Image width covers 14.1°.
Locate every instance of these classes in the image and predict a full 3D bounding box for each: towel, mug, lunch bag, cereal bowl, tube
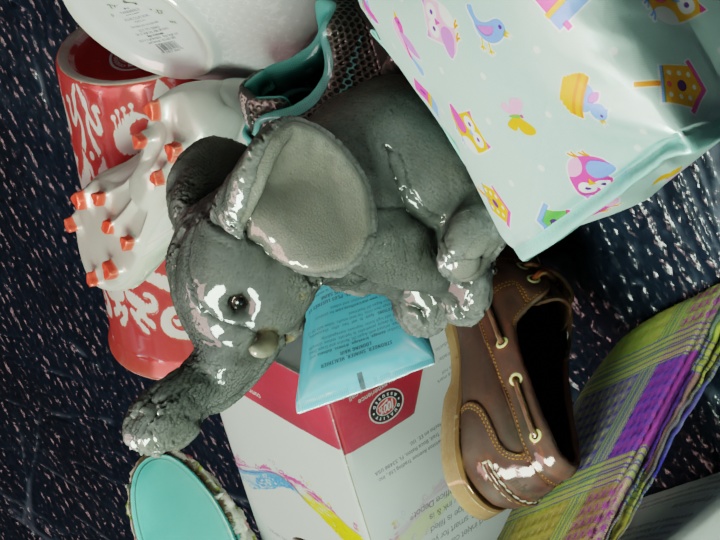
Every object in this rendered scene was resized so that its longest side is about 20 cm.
[{"bbox_3d":[0.118,0.102,1.458,0.023,0.200,0.144,35,155,-10],"label":"towel"},{"bbox_3d":[-0.122,-0.058,1.760,0.178,0.133,0.200,27,139,46],"label":"mug"},{"bbox_3d":[0.089,-0.107,1.349,0.170,0.122,0.200,56,149,1],"label":"lunch bag"},{"bbox_3d":[-0.102,-0.165,1.573,0.200,0.083,0.200,24,155,12],"label":"cereal bowl"},{"bbox_3d":[0.000,0.000,1.574,0.050,0.077,0.200,55,-161,-32],"label":"tube"}]

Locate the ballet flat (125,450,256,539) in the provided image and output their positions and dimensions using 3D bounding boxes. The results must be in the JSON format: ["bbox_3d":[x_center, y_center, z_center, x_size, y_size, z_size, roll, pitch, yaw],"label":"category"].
[{"bbox_3d":[-0.073,0.195,1.712,0.200,0.076,0.064,60,-167,11],"label":"ballet flat"}]

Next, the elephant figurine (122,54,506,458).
[{"bbox_3d":[-0.037,-0.018,1.429,0.155,0.200,0.142,59,143,33],"label":"elephant figurine"}]

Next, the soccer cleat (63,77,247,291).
[{"bbox_3d":[-0.104,-0.045,1.630,0.200,0.078,0.069,-48,62,55],"label":"soccer cleat"}]

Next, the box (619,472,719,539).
[{"bbox_3d":[0.170,0.234,1.524,0.200,0.171,0.199,57,154,-2],"label":"box"}]

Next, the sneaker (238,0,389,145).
[{"bbox_3d":[-0.034,-0.069,1.543,0.200,0.091,0.078,-53,30,23],"label":"sneaker"}]

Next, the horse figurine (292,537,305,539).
[{"bbox_3d":[0.053,0.212,1.438,0.200,0.050,0.133,34,150,26],"label":"horse figurine"}]

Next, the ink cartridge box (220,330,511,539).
[{"bbox_3d":[0.018,0.089,1.660,0.145,0.145,0.200,26,140,49],"label":"ink cartridge box"}]

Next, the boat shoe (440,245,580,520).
[{"bbox_3d":[0.082,0.032,1.506,0.070,0.070,0.200,-31,48,35],"label":"boat shoe"}]
